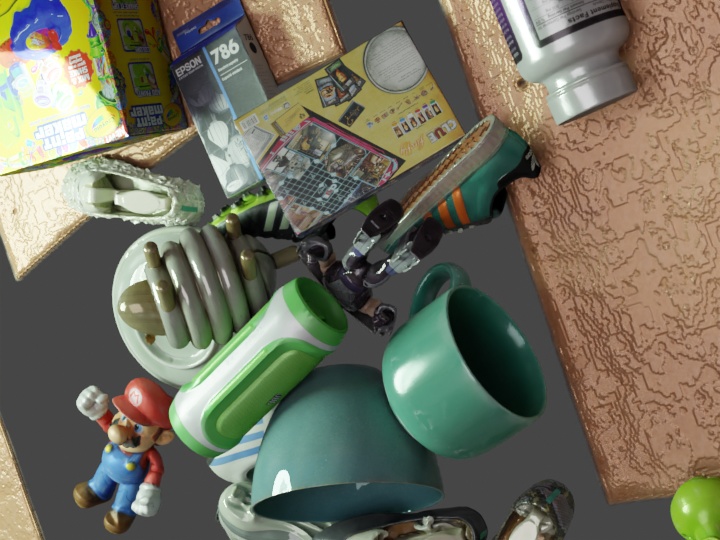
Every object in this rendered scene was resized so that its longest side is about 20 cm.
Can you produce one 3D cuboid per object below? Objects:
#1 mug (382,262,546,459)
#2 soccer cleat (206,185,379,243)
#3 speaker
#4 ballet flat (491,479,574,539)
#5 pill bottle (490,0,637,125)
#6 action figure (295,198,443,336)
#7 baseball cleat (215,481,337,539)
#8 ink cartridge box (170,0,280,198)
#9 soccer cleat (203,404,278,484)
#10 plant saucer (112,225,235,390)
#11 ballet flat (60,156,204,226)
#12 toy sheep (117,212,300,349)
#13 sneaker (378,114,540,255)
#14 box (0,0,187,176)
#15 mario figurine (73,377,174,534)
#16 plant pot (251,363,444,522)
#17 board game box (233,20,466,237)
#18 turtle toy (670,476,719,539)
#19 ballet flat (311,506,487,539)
[{"bbox_3d":[0.097,0.100,1.273,0.114,0.186,0.152,-38,107,28],"label":"mug"},{"bbox_3d":[-0.074,-0.057,1.355,0.198,0.068,0.082,-19,103,20],"label":"soccer cleat"},{"bbox_3d":[-0.104,0.099,1.286,0.200,0.088,0.089,-44,80,19],"label":"speaker"},{"bbox_3d":[0.152,0.305,1.314,0.072,0.072,0.202,32,111,17],"label":"ballet flat"},{"bbox_3d":[0.183,-0.244,1.182,0.111,0.111,0.202,-22,90,26],"label":"pill bottle"},{"bbox_3d":[0.000,0.000,1.282,0.130,0.070,0.200,35,144,-6],"label":"action figure"},{"bbox_3d":[-0.068,0.302,1.425,0.198,0.070,0.107,29,142,6],"label":"baseball cleat"},{"bbox_3d":[-0.140,-0.190,1.382,0.099,0.039,0.202,-26,87,27],"label":"ink cartridge box"},{"bbox_3d":[-0.097,0.158,1.413,0.086,0.070,0.201,33,114,-1],"label":"soccer cleat"},{"bbox_3d":[-0.198,0.052,1.424,0.198,0.050,0.203,6,110,18],"label":"plant saucer"},{"bbox_3d":[-0.270,-0.089,1.444,0.198,0.072,0.073,8,102,24],"label":"ballet flat"},{"bbox_3d":[-0.155,0.014,1.317,0.198,0.138,0.140,-16,93,-9],"label":"toy sheep"},{"bbox_3d":[0.097,-0.066,1.274,0.080,0.072,0.200,37,130,-13],"label":"sneaker"},{"bbox_3d":[-0.324,-0.224,1.415,0.198,0.122,0.195,-13,94,26],"label":"box"},{"bbox_3d":[-0.281,0.212,1.475,0.122,0.106,0.202,17,118,-14],"label":"mario figurine"},{"bbox_3d":[-0.017,0.175,1.319,0.198,0.200,0.136,-15,66,26],"label":"plant pot"},{"bbox_3d":[-0.010,-0.141,1.289,0.199,0.035,0.136,-30,86,2],"label":"board game box"},{"bbox_3d":[0.359,0.289,1.196,0.145,0.101,0.201,-34,84,26],"label":"turtle toy"},{"bbox_3d":[0.035,0.288,1.329,0.197,0.073,0.074,-11,95,4],"label":"ballet flat"}]
